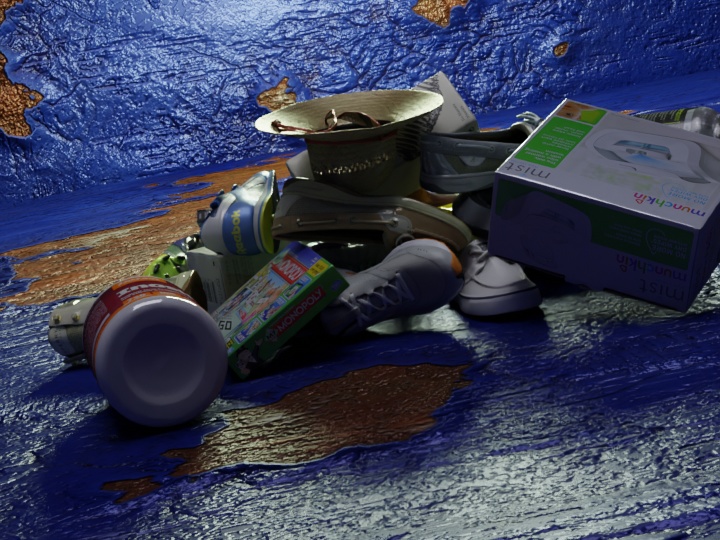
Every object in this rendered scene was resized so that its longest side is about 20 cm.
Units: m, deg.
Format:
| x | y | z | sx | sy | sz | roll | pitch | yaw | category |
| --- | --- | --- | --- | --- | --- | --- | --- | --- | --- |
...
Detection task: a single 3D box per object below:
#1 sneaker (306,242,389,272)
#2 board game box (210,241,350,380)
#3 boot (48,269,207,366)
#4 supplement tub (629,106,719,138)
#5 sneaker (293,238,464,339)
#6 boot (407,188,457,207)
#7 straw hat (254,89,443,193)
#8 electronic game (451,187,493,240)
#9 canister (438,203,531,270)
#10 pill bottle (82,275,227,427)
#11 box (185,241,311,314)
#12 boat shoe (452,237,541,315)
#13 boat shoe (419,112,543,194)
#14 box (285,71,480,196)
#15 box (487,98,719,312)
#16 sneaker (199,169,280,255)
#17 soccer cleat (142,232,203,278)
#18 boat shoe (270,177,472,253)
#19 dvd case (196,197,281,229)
| x | y | z | sx | sy | sz | roll | pitch | yaw | category |
| --- | --- | --- | --- | --- | --- | --- | --- | --- | --- |
| 0.000 | 0.000 | 1.728 | 0.087 | 0.075 | 0.200 | 3 | 15 | 35 | sneaker |
| -0.087 | 0.034 | 1.562 | 0.135 | 0.029 | 0.200 | -43 | 14 | -4 | board game box |
| -0.247 | 0.061 | 1.631 | 0.154 | 0.072 | 0.200 | -12 | 15 | 9 | boot |
| 0.372 | -0.134 | 1.954 | 0.200 | 0.123 | 0.123 | -5 | 11 | 28 | supplement tub |
| 0.009 | 0.031 | 1.555 | 0.200 | 0.076 | 0.092 | -18 | 15 | 36 | sneaker |
| 0.082 | -0.089 | 1.842 | 0.188 | 0.069 | 0.200 | -1 | -23 | 19 | boot |
| -0.009 | -0.124 | 1.635 | 0.201 | 0.085 | 0.201 | -7 | 16 | 2 | straw hat |
| 0.194 | -0.067 | 1.652 | 0.200 | 0.042 | 0.200 | -4 | 22 | 2 | electronic game |
| 0.197 | -0.052 | 1.777 | 0.200 | 0.087 | 0.149 | -14 | 12 | -14 | canister |
| -0.188 | 0.065 | 1.419 | 0.113 | 0.113 | 0.200 | -12 | 10 | -14 | pill bottle |
| -0.086 | -0.006 | 1.819 | 0.200 | 0.078 | 0.095 | -15 | 11 | -27 | box |
| 0.128 | 0.001 | 1.601 | 0.072 | 0.066 | 0.200 | -11 | 10 | -7 | boat shoe |
| 0.153 | -0.131 | 1.674 | 0.202 | 0.065 | 0.074 | -13 | 23 | -21 | boat shoe |
| 0.027 | -0.124 | 1.718 | 0.200 | 0.082 | 0.068 | -31 | -28 | -3 | box |
| 0.245 | -0.063 | 1.497 | 0.200 | 0.097 | 0.176 | 19 | 36 | 23 | box |
| -0.128 | -0.063 | 1.757 | 0.082 | 0.074 | 0.200 | -10 | 11 | 5 | sneaker |
| -0.237 | 0.012 | 1.980 | 0.084 | 0.065 | 0.200 | -38 | 7 | 17 | soccer cleat |
| 0.011 | -0.041 | 1.599 | 0.200 | 0.063 | 0.073 | 14 | -17 | 9 | boat shoe |
| -0.084 | -0.044 | 1.951 | 0.200 | 0.022 | 0.146 | -9 | -31 | 10 | dvd case |
